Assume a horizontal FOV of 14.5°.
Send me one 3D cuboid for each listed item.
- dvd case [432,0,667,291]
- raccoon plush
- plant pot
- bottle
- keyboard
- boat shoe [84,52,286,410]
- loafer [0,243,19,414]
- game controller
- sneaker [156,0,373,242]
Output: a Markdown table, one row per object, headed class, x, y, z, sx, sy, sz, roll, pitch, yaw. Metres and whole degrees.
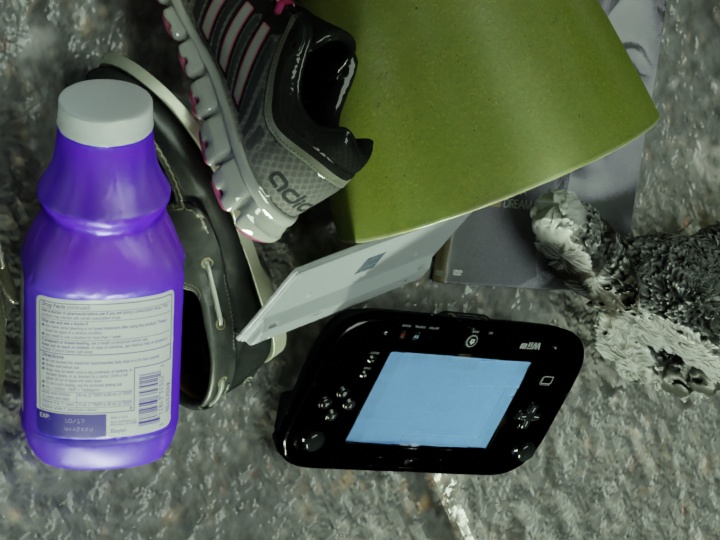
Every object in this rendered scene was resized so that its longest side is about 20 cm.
| class | x | y | z | sx | sy | sz | roll | pitch | yaw |
| --- | --- | --- | --- | --- | --- | --- | --- | --- | --- |
| dvd case | 0.115 | -0.088 | 1.675 | 0.148 | 0.016 | 0.202 | 4 | 97 | -40 |
| raccoon plush | 0.194 | -0.019 | 1.694 | 0.200 | 0.096 | 0.134 | 56 | 51 | -41 |
| plant pot | 0.039 | -0.142 | 1.513 | 0.186 | 0.187 | 0.201 | -26 | 99 | -33 |
| bottle | -0.130 | 0.003 | 1.420 | 0.083 | 0.065 | 0.201 | -3 | 120 | -10 |
| keyboard | 0.000 | 0.000 | 1.535 | 0.056 | 0.011 | 0.200 | -55 | 163 | 27 |
| boat shoe | -0.100 | -0.019 | 1.472 | 0.068 | 0.072 | 0.201 | -38 | 124 | -28 |
| loafer | -0.211 | 0.000 | 1.395 | 0.070 | 0.075 | 0.202 | -22 | 116 | -69 |
| game controller | 0.041 | 0.070 | 1.613 | 0.199 | 0.042 | 0.105 | 5 | 130 | -41 |
| sneaker | -0.046 | -0.119 | 1.441 | 0.074 | 0.087 | 0.201 | 27 | 44 | -64 |
